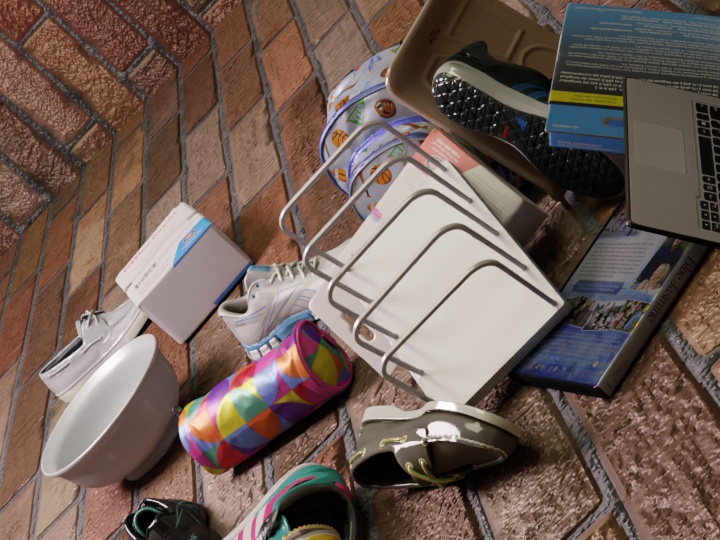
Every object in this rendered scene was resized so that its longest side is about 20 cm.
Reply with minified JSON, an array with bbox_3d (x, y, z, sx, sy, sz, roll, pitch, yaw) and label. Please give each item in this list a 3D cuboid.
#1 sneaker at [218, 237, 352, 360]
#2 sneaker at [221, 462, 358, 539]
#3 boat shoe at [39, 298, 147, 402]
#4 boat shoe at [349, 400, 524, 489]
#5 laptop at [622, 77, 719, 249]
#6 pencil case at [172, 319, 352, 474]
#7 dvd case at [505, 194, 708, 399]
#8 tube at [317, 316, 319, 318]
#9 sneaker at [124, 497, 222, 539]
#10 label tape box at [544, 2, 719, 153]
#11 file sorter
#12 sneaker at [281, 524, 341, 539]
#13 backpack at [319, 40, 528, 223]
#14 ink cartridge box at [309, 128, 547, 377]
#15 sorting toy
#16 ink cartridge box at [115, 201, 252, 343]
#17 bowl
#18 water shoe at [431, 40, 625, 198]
[{"bbox_3d":[-0.079,0.018,1.774,0.200,0.087,0.075,-38,20,24],"label":"sneaker"},{"bbox_3d":[-0.070,0.246,1.340,0.200,0.084,0.121,-53,10,-15],"label":"sneaker"},{"bbox_3d":[-0.373,0.096,2.273,0.201,0.071,0.070,-46,20,7],"label":"boat shoe"},{"bbox_3d":[0.057,0.143,1.276,0.201,0.072,0.061,-13,50,59],"label":"boat shoe"},{"bbox_3d":[0.299,-0.107,1.150,0.188,0.198,0.116,-80,3,-51],"label":"laptop"},{"bbox_3d":[-0.099,0.127,1.618,0.200,0.088,0.089,-34,24,32],"label":"pencil case"},{"bbox_3d":[0.206,0.011,1.277,0.201,0.018,0.142,-54,20,-13],"label":"dvd case"},{"bbox_3d":[0.000,0.000,1.583,0.052,0.058,0.200,-11,4,14],"label":"tube"},{"bbox_3d":[-0.193,0.249,1.594,0.076,0.079,0.200,-53,18,-12],"label":"sneaker"},{"bbox_3d":[0.228,-0.138,1.322,0.143,0.064,0.201,7,40,10],"label":"label tape box"},{"bbox_3d":[0.044,-0.003,1.324,0.139,0.124,0.200,-46,49,12],"label":"file sorter"},{"bbox_3d":[-0.070,0.294,1.253,0.201,0.075,0.090,-56,39,19],"label":"sneaker"},{"bbox_3d":[0.054,-0.117,1.579,0.200,0.190,0.154,-39,19,27],"label":"backpack"},{"bbox_3d":[0.058,-0.009,1.453,0.116,0.067,0.200,42,99,27],"label":"ink cartridge box"},{"bbox_3d":[0.130,-0.174,1.513,0.036,0.199,0.186,-49,10,50],"label":"sorting toy"},{"bbox_3d":[-0.237,0.000,2.144,0.146,0.084,0.200,-49,19,-3],"label":"ink cartridge box"},{"bbox_3d":[-0.273,0.179,1.876,0.201,0.090,0.201,-41,21,20],"label":"bowl"},{"bbox_3d":[0.161,-0.140,1.416,0.079,0.199,0.072,-51,-13,-37],"label":"water shoe"}]
